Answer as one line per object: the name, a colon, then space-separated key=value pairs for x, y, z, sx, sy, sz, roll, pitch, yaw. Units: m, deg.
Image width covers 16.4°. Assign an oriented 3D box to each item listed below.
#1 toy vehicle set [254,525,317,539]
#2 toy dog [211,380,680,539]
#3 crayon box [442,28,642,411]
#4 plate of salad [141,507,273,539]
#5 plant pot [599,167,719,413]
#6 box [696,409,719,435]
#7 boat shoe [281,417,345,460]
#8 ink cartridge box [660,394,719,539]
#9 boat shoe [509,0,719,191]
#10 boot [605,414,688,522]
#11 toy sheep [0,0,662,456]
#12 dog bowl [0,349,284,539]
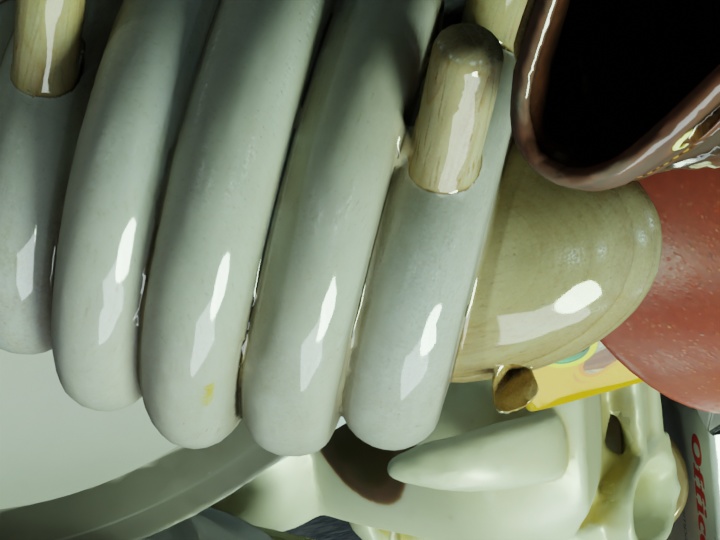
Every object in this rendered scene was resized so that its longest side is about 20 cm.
toy vehicle set: x=-0.129 y=0.115 z=0.905 sx=0.199 sy=0.027 sz=0.124 roll=10 pitch=-158 yaw=14
toy dog: x=0.009 y=0.062 z=0.978 sx=0.199 sy=0.140 sz=0.194 roll=-2 pitch=-158 yaw=23
crayon box: x=0.098 y=-0.030 z=0.772 sx=0.199 sy=0.051 sz=0.127 roll=-16 pitch=133 yaw=8
plate of salad: x=-0.121 y=0.111 z=0.808 sx=0.199 sy=0.048 sz=0.200 roll=-2 pitch=-167 yaw=0
plant pot: x=0.151 y=-0.052 z=0.591 sx=0.200 sy=0.201 sz=0.195 roll=-2 pitch=170 yaw=-44
box: x=0.186 y=-0.003 z=0.962 sx=0.060 sy=0.117 sz=0.200 roll=-37 pitch=155 yaw=34
boat shoe: x=-0.002 y=-0.001 z=0.874 sx=0.199 sy=0.068 sz=0.074 roll=-28 pitch=-145 yaw=-13
ink cartridge box: x=0.168 y=0.090 z=1.110 sx=0.084 sy=0.145 sz=0.200 roll=-11 pitch=-163 yaw=-9
boat shoe: x=0.088 y=-0.090 z=0.454 sx=0.070 sy=0.070 sz=0.200 roll=-27 pitch=152 yaw=-43
boot: x=0.082 y=0.072 z=1.127 sx=0.201 sy=0.071 sz=0.144 roll=23 pitch=180 yaw=31
toy sheep: x=-0.030 y=-0.024 z=0.566 sx=0.199 sy=0.138 sz=0.138 roll=17 pitch=169 yaw=7
dog bowl: x=-0.093 y=0.010 z=0.713 sx=0.199 sy=0.059 sz=0.200 roll=-17 pitch=146 yaw=-12
